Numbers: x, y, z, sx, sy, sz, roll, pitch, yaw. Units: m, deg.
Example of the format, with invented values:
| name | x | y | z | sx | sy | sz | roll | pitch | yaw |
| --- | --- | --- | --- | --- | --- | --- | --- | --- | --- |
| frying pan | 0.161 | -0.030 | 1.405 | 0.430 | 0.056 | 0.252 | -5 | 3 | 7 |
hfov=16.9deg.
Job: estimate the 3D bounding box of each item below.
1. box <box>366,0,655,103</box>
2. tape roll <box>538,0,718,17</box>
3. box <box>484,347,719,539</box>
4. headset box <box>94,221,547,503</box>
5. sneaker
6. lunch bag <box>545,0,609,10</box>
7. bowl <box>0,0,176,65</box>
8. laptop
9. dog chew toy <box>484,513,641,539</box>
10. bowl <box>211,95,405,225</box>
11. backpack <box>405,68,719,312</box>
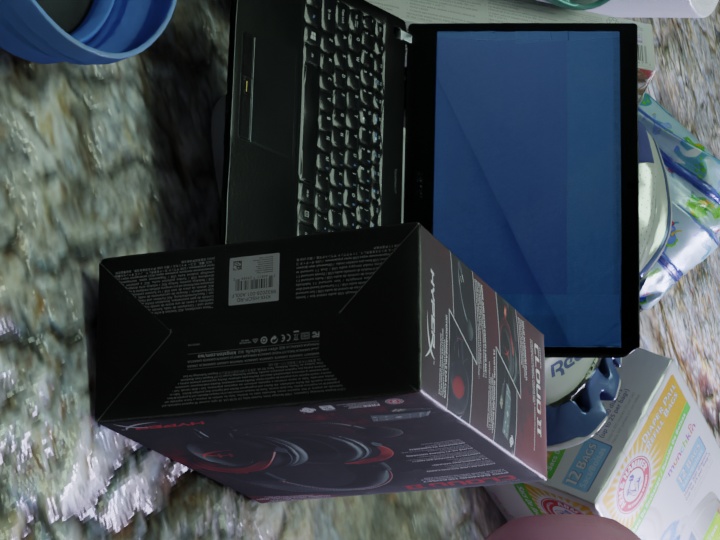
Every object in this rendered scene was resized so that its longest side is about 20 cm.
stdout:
| name | x | y | z | sx | sy | sz | roll | pitch | yaw |
| --- | --- | --- | --- | --- | --- | --- | --- | --- | --- |
| box | 0.073 | -0.136 | 1.405 | 0.039 | 0.199 | 0.042 | 113 | -17 | -48 |
| tape roll | 0.156 | -0.262 | 1.543 | 0.203 | 0.138 | 0.204 | 2 | 90 | -71 |
| box | 0.162 | 0.136 | 1.556 | 0.113 | 0.101 | 0.200 | -58 | 143 | -20 |
| headset box | -0.008 | 0.049 | 1.073 | 0.200 | 0.148 | 0.075 | 39 | 48 | -64 |
| sneaker | 0.107 | -0.015 | 1.313 | 0.115 | 0.080 | 0.200 | 49 | 48 | -50 |
| lunch bag | 0.120 | -0.259 | 1.382 | 0.160 | 0.201 | 0.077 | 24 | 15 | -18 |
| bowl | -0.138 | -0.181 | 1.002 | 0.200 | 0.039 | 0.202 | -13 | 90 | -68 |
| laptop | 0.036 | -0.057 | 1.158 | 0.200 | 0.103 | 0.178 | 22 | 63 | -46 |
| dog chew toy | 0.117 | 0.245 | 1.393 | 0.124 | 0.124 | 0.201 | 36 | 53 | -64 |
| bowl | 0.000 | 0.000 | 1.267 | 0.200 | 0.074 | 0.201 | 7 | 70 | -70 |
| backpack | 0.133 | -0.067 | 1.493 | 0.201 | 0.153 | 0.163 | 60 | 3 | 23 |
